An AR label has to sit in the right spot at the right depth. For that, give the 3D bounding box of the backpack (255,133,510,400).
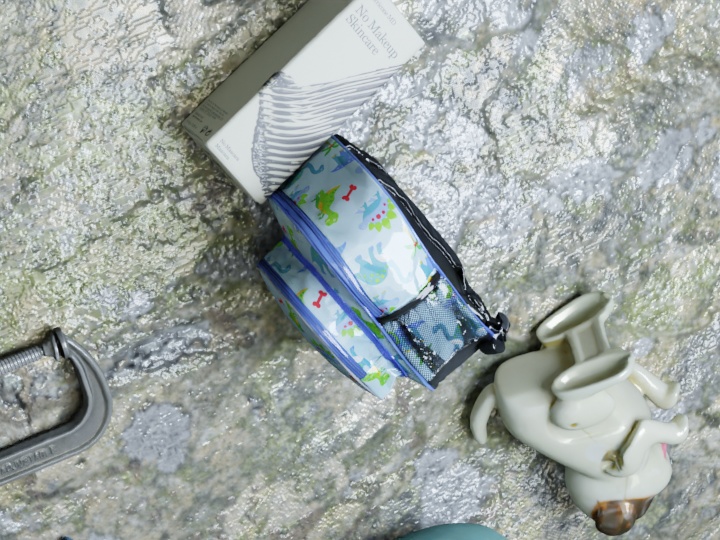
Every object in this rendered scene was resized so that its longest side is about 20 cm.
[{"bbox_3d":[0.000,0.000,1.708,0.147,0.183,0.200,-38,121,-5],"label":"backpack"}]

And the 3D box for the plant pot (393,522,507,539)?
[{"bbox_3d":[0.079,0.330,1.865,0.161,0.200,0.201,-30,119,-26],"label":"plant pot"}]

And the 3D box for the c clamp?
[{"bbox_3d":[-0.309,0.108,1.691,0.199,0.027,0.172,-17,114,-19],"label":"c clamp"}]

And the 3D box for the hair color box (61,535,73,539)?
[{"bbox_3d":[-0.273,0.347,1.776,0.100,0.061,0.200,35,92,-31],"label":"hair color box"}]

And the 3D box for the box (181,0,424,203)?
[{"bbox_3d":[-0.048,-0.157,1.694,0.200,0.068,0.082,-45,120,-4],"label":"box"}]

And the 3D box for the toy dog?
[{"bbox_3d":[0.222,0.158,1.901,0.193,0.140,0.200,-32,119,3],"label":"toy dog"}]
